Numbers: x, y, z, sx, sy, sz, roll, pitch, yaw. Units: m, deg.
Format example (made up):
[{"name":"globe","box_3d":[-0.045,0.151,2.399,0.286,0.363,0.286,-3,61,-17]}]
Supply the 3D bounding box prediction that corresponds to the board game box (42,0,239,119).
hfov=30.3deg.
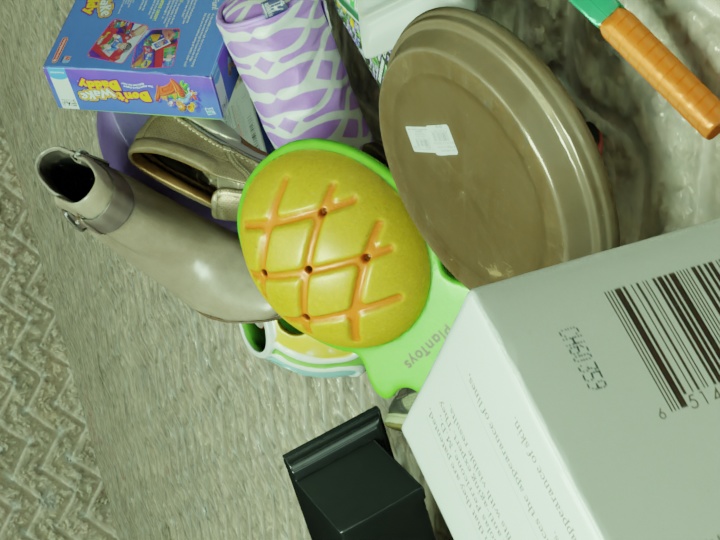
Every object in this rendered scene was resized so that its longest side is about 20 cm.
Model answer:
[{"name":"board game box","box_3d":[-0.149,-0.209,1.044,0.045,0.134,0.200,80,-160,-51]}]

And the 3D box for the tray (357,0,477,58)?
[{"name":"tray","box_3d":[0.022,-0.246,0.848,0.107,0.022,0.201,-15,77,50]}]

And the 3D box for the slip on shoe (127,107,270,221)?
[{"name":"slip on shoe","box_3d":[-0.087,-0.058,0.998,0.200,0.061,0.076,37,150,14]}]

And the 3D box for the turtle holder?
[{"name":"turtle holder","box_3d":[-0.022,0.031,1.078,0.186,0.131,0.141,-135,37,-53]}]

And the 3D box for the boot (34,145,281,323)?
[{"name":"boot","box_3d":[-0.159,-0.030,1.014,0.200,0.070,0.146,21,169,41]}]

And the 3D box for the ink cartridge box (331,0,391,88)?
[{"name":"ink cartridge box","box_3d":[0.006,-0.235,0.948,0.109,0.050,0.200,106,143,-53]}]

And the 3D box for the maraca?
[{"name":"maraca","box_3d":[0.000,0.000,0.901,0.200,0.107,0.137,46,122,3]}]

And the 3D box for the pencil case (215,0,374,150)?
[{"name":"pencil case","box_3d":[-0.037,-0.128,0.998,0.084,0.085,0.200,49,165,56]}]

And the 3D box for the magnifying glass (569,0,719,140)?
[{"name":"magnifying glass","box_3d":[0.117,-0.145,0.688,0.022,0.080,0.200,-44,74,18]}]

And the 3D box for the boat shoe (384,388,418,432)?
[{"name":"boat shoe","box_3d":[0.066,0.096,1.001,0.201,0.071,0.066,138,146,-80]}]

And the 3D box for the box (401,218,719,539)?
[{"name":"box","box_3d":[0.154,0.096,0.588,0.131,0.198,0.200,109,140,-56]}]

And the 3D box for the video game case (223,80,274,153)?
[{"name":"video game case","box_3d":[-0.092,-0.074,1.303,0.181,0.045,0.201,-21,84,67]}]

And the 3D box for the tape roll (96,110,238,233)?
[{"name":"tape roll","box_3d":[-0.118,-0.134,1.118,0.085,0.199,0.201,133,120,-65]}]

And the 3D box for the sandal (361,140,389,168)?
[{"name":"sandal","box_3d":[0.073,-0.032,0.920,0.200,0.054,0.082,32,140,41]}]

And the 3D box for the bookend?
[{"name":"bookend","box_3d":[0.042,0.246,1.054,0.199,0.092,0.201,37,149,56]}]

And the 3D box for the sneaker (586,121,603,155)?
[{"name":"sneaker","box_3d":[0.079,-0.064,0.847,0.200,0.074,0.087,39,140,57]}]

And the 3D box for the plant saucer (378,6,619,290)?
[{"name":"plant saucer","box_3d":[0.071,-0.054,0.772,0.200,0.029,0.200,47,154,31]}]
